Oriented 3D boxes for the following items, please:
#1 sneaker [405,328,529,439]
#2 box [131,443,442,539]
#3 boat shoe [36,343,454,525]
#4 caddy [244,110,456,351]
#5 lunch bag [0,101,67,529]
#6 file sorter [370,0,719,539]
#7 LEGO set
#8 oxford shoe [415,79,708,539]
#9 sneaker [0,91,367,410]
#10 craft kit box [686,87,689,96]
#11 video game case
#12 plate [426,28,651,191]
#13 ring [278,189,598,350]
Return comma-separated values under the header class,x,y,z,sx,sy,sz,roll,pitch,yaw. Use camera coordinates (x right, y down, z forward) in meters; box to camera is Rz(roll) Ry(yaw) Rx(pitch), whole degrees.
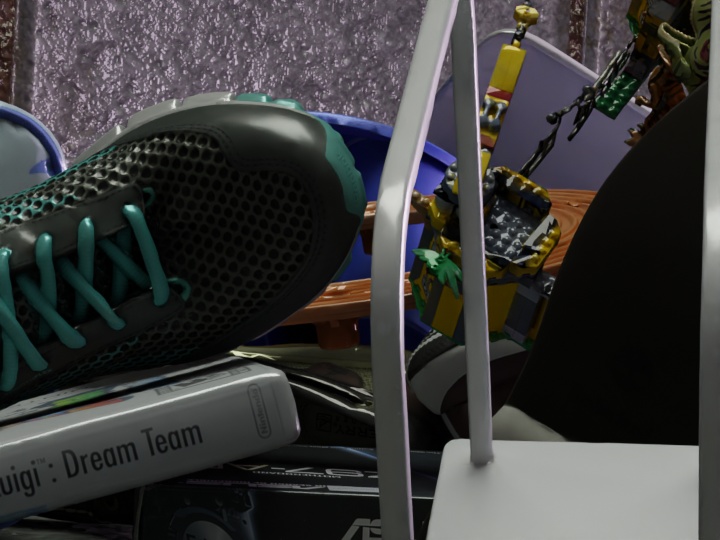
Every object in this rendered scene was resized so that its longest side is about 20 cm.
class,x,y,z,sx,sy,sz,roll,pitch,yaw
sneaker,0.123,0.039,0.912,0.200,0.116,0.076,-22,10,29
box,0.033,0.081,0.803,0.200,0.044,0.160,3,1,-2
boat shoe,-0.063,0.059,0.973,0.201,0.072,0.066,-1,7,11
caddy,-0.018,0.011,1.077,0.141,0.105,0.200,6,-31,4
lunch bag,-0.199,0.009,0.912,0.200,0.161,0.082,2,3,-19
file sorter,0.105,0.024,0.445,0.200,0.125,0.139,1,27,7
LEGO set,0.112,-0.045,0.773,0.154,0.200,0.116,39,-32,16
oxford shoe,0.085,0.018,0.671,0.071,0.200,0.071,40,11,22
sneaker,-0.093,0.011,0.752,0.200,0.078,0.091,-20,12,21
craft kit box,0.204,-0.073,0.895,0.200,0.049,0.198,10,-36,23
video game case,-0.116,0.057,0.771,0.182,0.024,0.200,-14,2,-8
plate,0.091,-0.006,1.132,0.200,0.032,0.200,28,-44,-15
ring,0.000,0.000,0.892,0.200,0.019,0.200,-7,10,1
